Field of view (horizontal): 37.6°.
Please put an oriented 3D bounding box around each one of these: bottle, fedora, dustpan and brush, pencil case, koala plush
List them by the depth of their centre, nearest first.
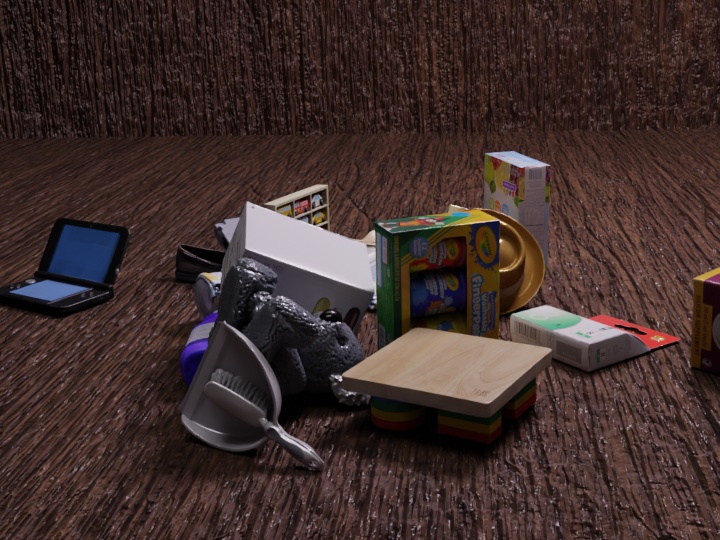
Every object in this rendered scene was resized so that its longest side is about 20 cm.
[{"bbox_3d":[-0.119,0.167,1.220,0.199,0.141,0.057,30,16,12],"label":"dustpan and brush"},{"bbox_3d":[-0.081,0.107,1.361,0.198,0.186,0.177,12,17,-34],"label":"koala plush"},{"bbox_3d":[-0.202,0.105,1.492,0.082,0.066,0.200,-5,15,0],"label":"bottle"},{"bbox_3d":[0.203,-0.028,1.702,0.198,0.203,0.082,-2,-25,-1],"label":"fedora"},{"bbox_3d":[-0.170,0.030,1.708,0.198,0.091,0.084,-10,57,-34],"label":"pencil case"}]

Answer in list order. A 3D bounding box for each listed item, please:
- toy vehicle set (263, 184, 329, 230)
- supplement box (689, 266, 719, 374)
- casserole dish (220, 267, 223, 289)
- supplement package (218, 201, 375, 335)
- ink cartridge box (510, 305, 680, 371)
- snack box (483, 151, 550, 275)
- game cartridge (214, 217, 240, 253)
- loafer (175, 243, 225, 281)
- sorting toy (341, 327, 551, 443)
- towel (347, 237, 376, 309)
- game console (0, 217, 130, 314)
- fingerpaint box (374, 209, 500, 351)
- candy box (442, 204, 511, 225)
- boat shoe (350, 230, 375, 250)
[{"bbox_3d":[-0.121,-0.087,2.059,0.026,0.126,0.200,6,18,27],"label":"toy vehicle set"},{"bbox_3d":[0.546,0.079,1.388,0.102,0.133,0.199,-16,21,-39],"label":"supplement box"},{"bbox_3d":[-0.129,0.057,1.593,0.199,0.039,0.121,31,23,10],"label":"casserole dish"},{"bbox_3d":[-0.094,0.009,1.542,0.198,0.112,0.156,18,25,-14],"label":"supplement package"},{"bbox_3d":[0.344,0.084,1.546,0.198,0.051,0.160,-15,20,-32],"label":"ink cartridge box"},{"bbox_3d":[0.283,-0.105,1.936,0.067,0.203,0.169,-6,15,-14],"label":"snack box"},{"bbox_3d":[-0.164,-0.026,1.879,0.132,0.041,0.201,-13,46,-25],"label":"game cartridge"},{"bbox_3d":[-0.247,-0.012,1.920,0.197,0.064,0.072,2,16,15],"label":"loafer"},{"bbox_3d":[0.110,0.145,1.310,0.197,0.071,0.199,7,18,30],"label":"sorting toy"},{"bbox_3d":[0.000,0.000,1.820,0.199,0.024,0.146,27,38,35],"label":"towel"},{"bbox_3d":[-0.525,-0.011,1.848,0.198,0.118,0.175,8,18,33],"label":"game console"},{"bbox_3d":[0.109,0.027,1.486,0.165,0.203,0.073,-7,17,-19],"label":"fingerpaint box"},{"bbox_3d":[0.192,-0.059,1.871,0.114,0.056,0.200,13,-10,-2],"label":"candy box"},{"bbox_3d":[0.021,-0.040,1.942,0.197,0.070,0.074,1,-11,11],"label":"boat shoe"}]
